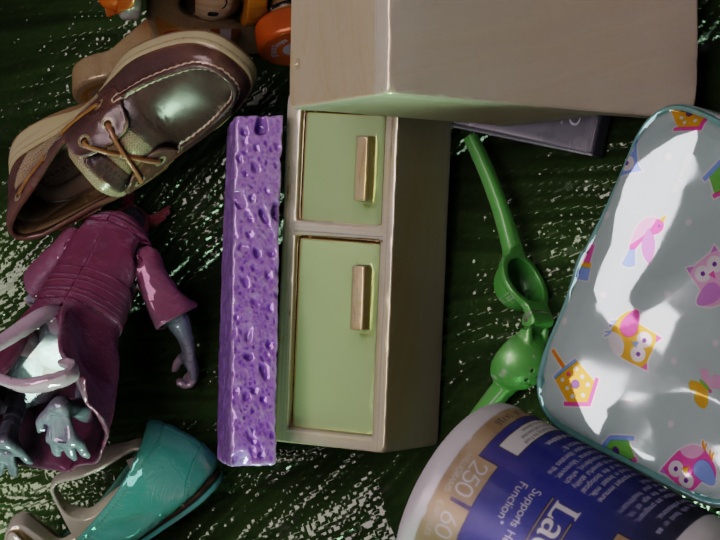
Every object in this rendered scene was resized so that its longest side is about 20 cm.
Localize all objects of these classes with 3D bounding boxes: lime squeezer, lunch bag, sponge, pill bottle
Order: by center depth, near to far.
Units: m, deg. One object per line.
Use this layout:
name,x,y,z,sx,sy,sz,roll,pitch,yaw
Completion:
pill bottle,0.127,0.161,1.486,0.200,0.116,0.116,27,100,24
lunch bag,0.195,0.025,1.518,0.160,0.077,0.200,26,100,28
lime squeezer,0.081,0.024,1.614,0.071,0.038,0.200,8,94,58
sponge,-0.065,0.013,1.654,0.030,0.112,0.200,1,87,-6

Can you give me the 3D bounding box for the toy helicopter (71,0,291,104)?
toy helicopter,-0.115,-0.145,1.687,0.200,0.132,0.079,-32,59,45

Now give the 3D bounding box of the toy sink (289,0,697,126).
toy sink,0.071,-0.148,1.550,0.112,0.200,0.130,-4,86,60

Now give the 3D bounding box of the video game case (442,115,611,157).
video game case,0.064,-0.153,1.641,0.200,0.019,0.143,14,94,29

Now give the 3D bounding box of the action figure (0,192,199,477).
action figure,-0.173,0.021,1.692,0.134,0.149,0.200,9,59,22

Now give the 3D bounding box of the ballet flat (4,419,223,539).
ballet flat,-0.172,0.159,1.723,0.200,0.067,0.070,-42,98,16

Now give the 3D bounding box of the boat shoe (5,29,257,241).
boat shoe,-0.140,-0.072,1.666,0.200,0.072,0.072,-25,38,36

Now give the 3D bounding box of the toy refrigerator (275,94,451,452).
toy refrigerator,0.000,0.000,1.627,0.076,0.070,0.200,5,94,31
